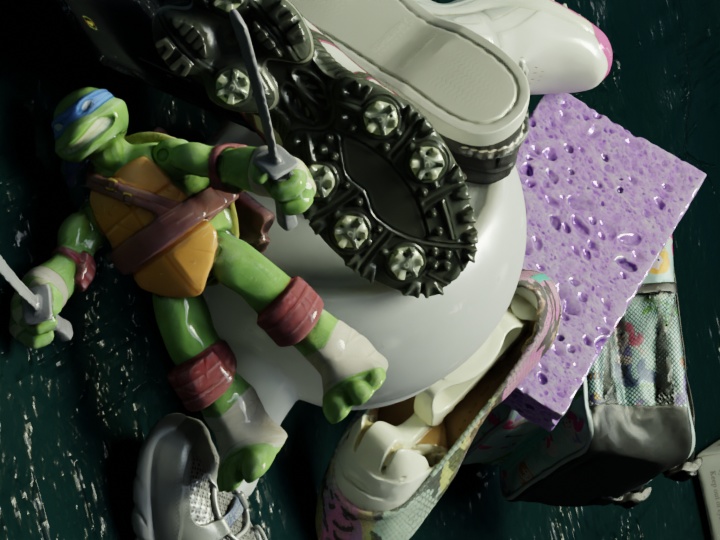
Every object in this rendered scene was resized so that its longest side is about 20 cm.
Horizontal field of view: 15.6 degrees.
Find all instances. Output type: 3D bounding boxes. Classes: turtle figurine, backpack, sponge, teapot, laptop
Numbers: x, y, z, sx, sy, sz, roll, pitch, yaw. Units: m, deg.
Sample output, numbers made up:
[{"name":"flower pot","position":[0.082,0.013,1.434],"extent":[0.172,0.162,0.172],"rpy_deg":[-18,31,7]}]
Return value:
[{"name":"turtle figurine","position":[-0.082,0.007,1.215],"extent":[0.144,0.200,0.194],"rpy_deg":[-42,102,-18]},{"name":"backpack","position":[0.126,0.036,1.648],"extent":[0.178,0.150,0.201],"rpy_deg":[135,-39,-64]},{"name":"sponge","position":[0.113,-0.011,1.551],"extent":[0.200,0.111,0.030],"rpy_deg":[-56,176,-31]},{"name":"teapot","position":[0.000,0.000,1.400],"extent":[0.146,0.199,0.198],"rpy_deg":[82,-3,-47]},{"name":"laptop","position":[-0.102,-0.188,1.317],"extent":[0.200,0.103,0.177],"rpy_deg":[56,16,23]}]

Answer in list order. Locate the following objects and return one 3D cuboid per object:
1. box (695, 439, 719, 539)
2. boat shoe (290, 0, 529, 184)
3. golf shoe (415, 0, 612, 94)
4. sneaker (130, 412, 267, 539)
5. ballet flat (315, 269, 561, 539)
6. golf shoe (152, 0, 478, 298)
[{"name":"box","position":[0.399,0.220,2.199],"extent":[0.200,0.171,0.200],"rpy_deg":[-18,96,-66]},{"name":"boat shoe","position":[0.007,-0.118,1.348],"extent":[0.074,0.200,0.060],"rpy_deg":[-43,157,-24]},{"name":"golf shoe","position":[0.049,-0.121,1.552],"extent":[0.075,0.199,0.092],"rpy_deg":[102,-5,-52]},{"name":"sneaker","position":[-0.051,0.156,1.316],"extent":[0.075,0.082,0.201],"rpy_deg":[-60,133,-57]},{"name":"ballet flat","position":[0.037,0.078,1.453],"extent":[0.069,0.200,0.071],"rpy_deg":[40,2,15]},{"name":"golf shoe","position":[-0.014,-0.076,1.286],"extent":[0.200,0.077,0.088],"rpy_deg":[48,10,-8]}]
